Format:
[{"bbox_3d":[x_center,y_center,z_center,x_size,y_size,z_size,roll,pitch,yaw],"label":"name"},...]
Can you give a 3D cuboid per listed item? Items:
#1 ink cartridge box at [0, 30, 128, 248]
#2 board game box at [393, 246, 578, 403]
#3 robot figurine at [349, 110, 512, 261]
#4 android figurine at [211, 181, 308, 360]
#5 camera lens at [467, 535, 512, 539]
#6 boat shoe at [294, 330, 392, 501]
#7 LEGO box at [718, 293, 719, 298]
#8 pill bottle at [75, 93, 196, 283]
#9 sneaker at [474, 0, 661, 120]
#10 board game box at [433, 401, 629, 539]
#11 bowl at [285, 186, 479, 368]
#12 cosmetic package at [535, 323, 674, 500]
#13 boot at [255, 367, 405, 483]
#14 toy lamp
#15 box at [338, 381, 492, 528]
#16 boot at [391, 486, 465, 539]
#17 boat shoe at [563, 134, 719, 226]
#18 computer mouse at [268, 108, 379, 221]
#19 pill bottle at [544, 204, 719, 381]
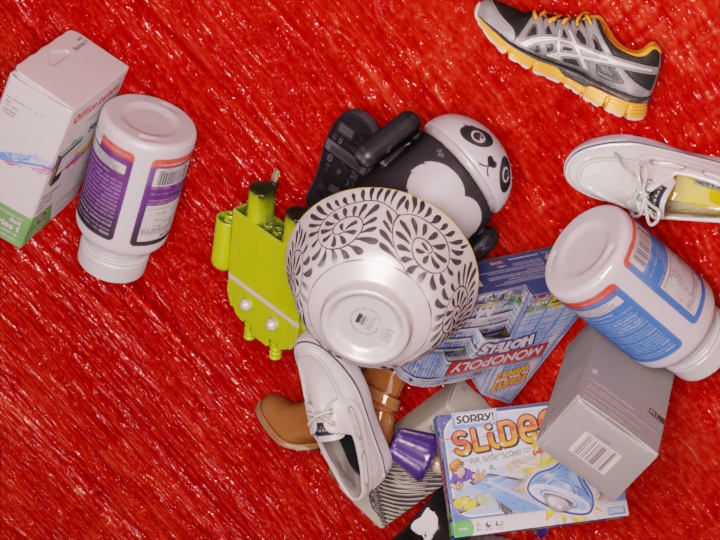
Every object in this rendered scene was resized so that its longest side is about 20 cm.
[{"bbox_3d":[-0.354,-0.149,1.635,0.083,0.145,0.201,31,123,1],"label":"ink cartridge box"},{"bbox_3d":[0.140,0.072,1.567,0.062,0.198,0.201,58,145,33],"label":"board game box"},{"bbox_3d":[0.066,-0.071,1.497,0.125,0.200,0.151,45,171,29],"label":"robot figurine"},{"bbox_3d":[-0.099,0.007,1.621,0.181,0.041,0.202,36,131,32],"label":"android figurine"},{"bbox_3d":[0.144,0.436,1.732,0.158,0.200,0.162,9,120,15],"label":"camera lens"},{"bbox_3d":[-0.029,0.162,1.592,0.071,0.066,0.202,-1,121,34],"label":"boat shoe"},{"bbox_3d":[0.473,0.092,1.472,0.148,0.077,0.201,-24,108,10],"label":"LEGO box"},{"bbox_3d":[-0.262,-0.089,1.654,0.110,0.112,0.201,26,123,6],"label":"pill bottle"},{"bbox_3d":[0.206,-0.224,1.434,0.198,0.078,0.078,27,110,1],"label":"sneaker"},{"bbox_3d":[0.187,0.217,1.602,0.197,0.034,0.137,-6,76,-8],"label":"board game box"},{"bbox_3d":[0.012,0.029,1.417,0.198,0.095,0.203,7,126,10],"label":"bowl"},{"bbox_3d":[0.262,0.134,1.526,0.106,0.200,0.090,34,126,-3],"label":"cosmetic package"},{"bbox_3d":[-0.034,0.149,1.717,0.199,0.076,0.157,32,108,43],"label":"boot"},{"bbox_3d":[0.126,0.235,1.638,0.198,0.058,0.059,26,123,0],"label":"toy lamp"},{"bbox_3d":[0.070,0.217,1.720,0.082,0.069,0.200,43,124,-7],"label":"box"},{"bbox_3d":[0.068,0.344,1.769,0.068,0.188,0.200,43,148,7],"label":"boot"},{"bbox_3d":[0.299,-0.079,1.462,0.200,0.086,0.075,13,121,13],"label":"boat shoe"},{"bbox_3d":[-0.040,-0.095,1.607,0.140,0.046,0.202,32,113,33],"label":"computer mouse"},{"bbox_3d":[0.291,0.030,1.486,0.199,0.113,0.112,37,126,-28],"label":"pill bottle"}]
